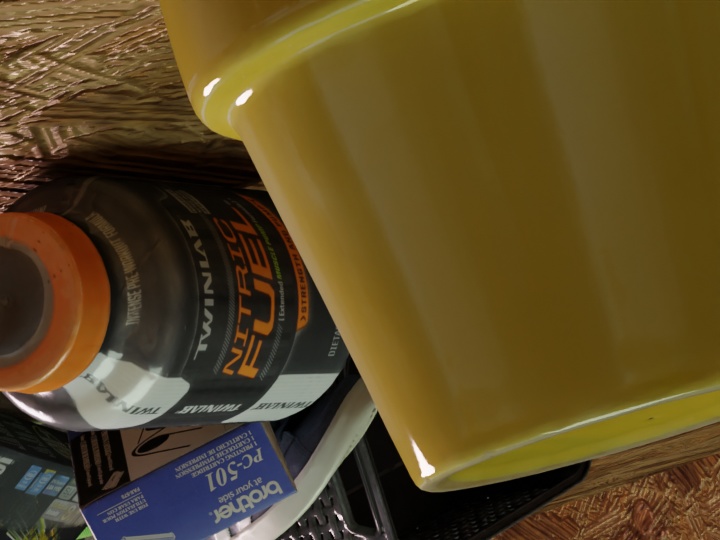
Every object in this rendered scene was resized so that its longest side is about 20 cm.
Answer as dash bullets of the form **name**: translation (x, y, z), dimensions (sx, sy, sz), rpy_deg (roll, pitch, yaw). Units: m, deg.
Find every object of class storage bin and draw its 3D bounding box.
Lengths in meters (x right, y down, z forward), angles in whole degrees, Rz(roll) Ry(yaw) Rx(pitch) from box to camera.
- **storage bin**: translation (0.028, 0.086, 1.550), dimensions (0.094, 0.135, 0.200), rpy_deg (-13, -173, 38)

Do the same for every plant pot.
- **plant pot**: translation (0.054, -0.042, 0.826), dimensions (0.201, 0.189, 0.201), rpy_deg (-16, 170, -3)

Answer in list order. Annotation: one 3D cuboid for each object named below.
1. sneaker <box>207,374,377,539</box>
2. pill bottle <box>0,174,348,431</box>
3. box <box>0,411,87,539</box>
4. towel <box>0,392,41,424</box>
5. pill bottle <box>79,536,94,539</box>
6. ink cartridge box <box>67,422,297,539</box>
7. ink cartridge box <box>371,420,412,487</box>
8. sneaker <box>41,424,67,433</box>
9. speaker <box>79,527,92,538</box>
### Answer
- **sneaker**: translation (-0.069, 0.103, 1.443), dimensions (0.200, 0.085, 0.075), rpy_deg (-46, -179, 36)
- **pill bottle**: translation (-0.092, 0.014, 1.165), dimensions (0.106, 0.106, 0.200), rpy_deg (-20, 170, 27)
- **box**: translation (-0.227, 0.145, 1.454), dimensions (0.161, 0.049, 0.200), rpy_deg (-51, 158, 3)
- **towel**: translation (-0.181, 0.059, 1.494), dimensions (0.148, 0.037, 0.200), rpy_deg (-17, 170, 16)
- **pill bottle**: translation (-0.251, 0.185, 1.885), dimensions (0.111, 0.111, 0.200), rpy_deg (-17, 170, 12)
- **ink cartridge box**: translation (-0.092, 0.083, 1.350), dimensions (0.094, 0.044, 0.200), rpy_deg (-27, -165, -1)
- **ink cartridge box**: translation (-0.063, 0.100, 1.683), dimensions (0.200, 0.116, 0.067), rpy_deg (-20, 171, 29)
- **sneaker**: translation (-0.196, 0.109, 1.664), dimensions (0.200, 0.075, 0.087), rpy_deg (-20, 174, 28)
- **speaker**: translation (-0.143, 0.122, 1.772), dimensions (0.200, 0.088, 0.088), rpy_deg (-12, 170, -19)
